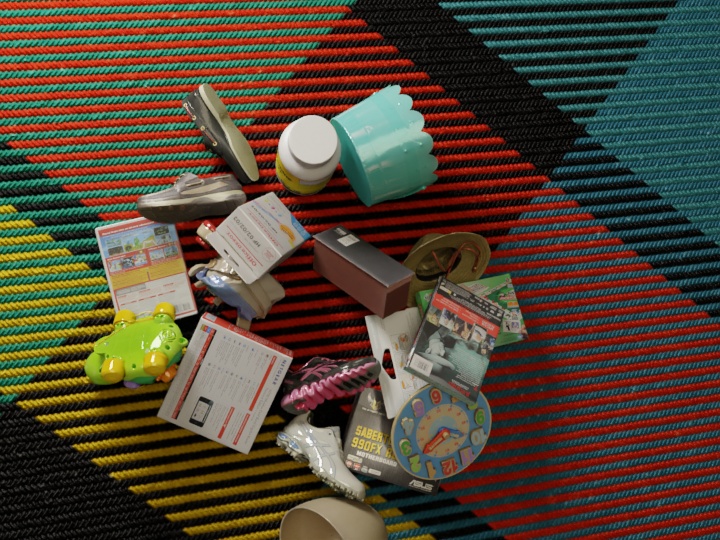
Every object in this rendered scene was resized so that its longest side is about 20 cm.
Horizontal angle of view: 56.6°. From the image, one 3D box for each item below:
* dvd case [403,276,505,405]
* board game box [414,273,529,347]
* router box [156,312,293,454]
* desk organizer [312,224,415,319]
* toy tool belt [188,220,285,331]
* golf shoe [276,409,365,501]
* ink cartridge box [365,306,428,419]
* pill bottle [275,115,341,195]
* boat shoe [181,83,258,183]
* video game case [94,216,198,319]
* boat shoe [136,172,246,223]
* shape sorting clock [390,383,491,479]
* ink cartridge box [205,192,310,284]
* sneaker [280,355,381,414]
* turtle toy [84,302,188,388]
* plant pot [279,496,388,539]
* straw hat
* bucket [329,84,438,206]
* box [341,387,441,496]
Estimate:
[{"bbox_3d":[0.175,0.126,1.223,0.146,0.022,0.201,28,60,-7],"label":"dvd case"},{"bbox_3d":[0.215,0.089,1.286,0.199,0.029,0.135,-10,77,-18],"label":"board game box"},{"bbox_3d":[-0.243,0.205,1.208,0.179,0.049,0.201,26,96,-7],"label":"router box"},{"bbox_3d":[0.000,0.000,1.247,0.072,0.077,0.200,-26,47,-37],"label":"desk organizer"},{"bbox_3d":[-0.243,0.019,1.209,0.200,0.125,0.123,43,85,-23],"label":"toy tool belt"},{"bbox_3d":[-0.057,0.329,1.208,0.200,0.078,0.097,33,71,23],"label":"golf shoe"},{"bbox_3d":[0.106,0.172,1.270,0.173,0.044,0.201,-8,74,-16],"label":"ink cartridge box"},{"bbox_3d":[-0.096,-0.211,1.220,0.112,0.200,0.113,1,84,-10],"label":"pill bottle"},{"bbox_3d":[-0.263,-0.250,1.267,0.063,0.074,0.202,-30,98,17],"label":"boat shoe"},{"bbox_3d":[-0.396,0.002,1.241,0.142,0.017,0.201,-15,87,-11],"label":"video game case"},{"bbox_3d":[-0.316,-0.138,1.242,0.199,0.075,0.074,-9,68,-26],"label":"boat shoe"},{"bbox_3d":[0.151,0.294,1.224,0.199,0.039,0.201,-7,111,-18],"label":"shape sorting clock"},{"bbox_3d":[-0.177,-0.061,1.191,0.068,0.200,0.115,-41,93,22],"label":"ink cartridge box"},{"bbox_3d":[-0.060,0.189,1.231,0.199,0.079,0.096,-21,48,9],"label":"sneaker"},{"bbox_3d":[-0.394,0.147,1.173,0.199,0.101,0.146,-11,46,7],"label":"turtle toy"},{"bbox_3d":[-0.028,0.486,1.187,0.134,0.200,0.201,-17,87,-45],"label":"plant pot"},{"bbox_3d":[0.144,-0.024,1.299,0.200,0.202,0.085,-16,47,-11],"label":"straw hat"},{"bbox_3d":[0.039,-0.227,1.250,0.134,0.207,0.208,-25,89,-9],"label":"bucket"},{"bbox_3d":[0.070,0.322,1.275,0.199,0.048,0.159,19,82,-8],"label":"box"}]
